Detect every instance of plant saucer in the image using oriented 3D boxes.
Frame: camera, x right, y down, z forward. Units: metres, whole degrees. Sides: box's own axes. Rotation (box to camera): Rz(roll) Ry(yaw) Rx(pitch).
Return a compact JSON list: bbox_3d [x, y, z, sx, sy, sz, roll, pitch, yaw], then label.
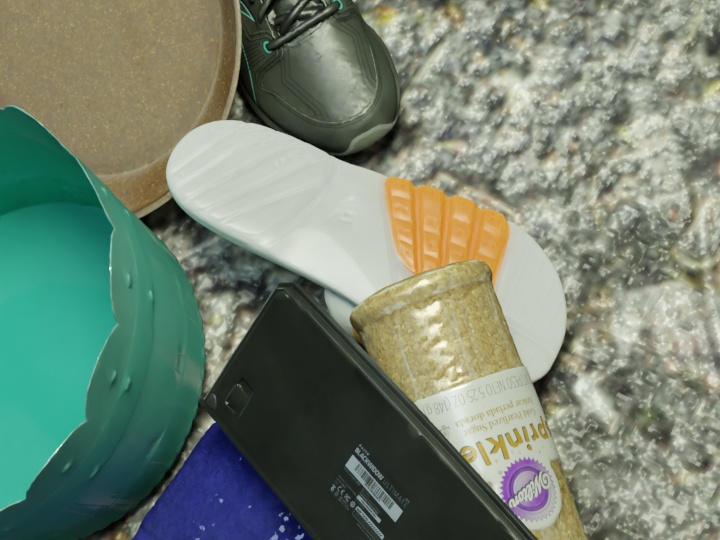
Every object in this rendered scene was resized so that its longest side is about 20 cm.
[{"bbox_3d":[-0.141,-0.121,1.083,0.199,0.037,0.202,4,99,24],"label":"plant saucer"}]

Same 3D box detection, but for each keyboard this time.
[{"bbox_3d":[-0.002,0.112,0.919,0.200,0.021,0.127,47,114,30],"label":"keyboard"}]

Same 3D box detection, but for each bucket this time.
[{"bbox_3d":[-0.177,0.034,0.996,0.206,0.135,0.209,-5,74,17],"label":"bucket"}]

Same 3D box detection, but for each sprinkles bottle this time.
[{"bbox_3d":[0.058,0.099,0.926,0.068,0.068,0.201,-21,82,5],"label":"sprinkles bottle"}]

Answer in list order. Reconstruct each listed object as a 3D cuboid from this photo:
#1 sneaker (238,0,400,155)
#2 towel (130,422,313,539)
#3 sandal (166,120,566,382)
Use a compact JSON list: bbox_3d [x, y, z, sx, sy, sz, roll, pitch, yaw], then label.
[{"bbox_3d":[-0.049,-0.143,1.081,0.075,0.079,0.200,-33,65,-2],"label":"sneaker"},{"bbox_3d":[-0.065,0.181,0.969,0.147,0.050,0.200,33,78,28],"label":"towel"},{"bbox_3d":[0.003,-0.007,1.018,0.206,0.059,0.079,28,65,9],"label":"sandal"}]
